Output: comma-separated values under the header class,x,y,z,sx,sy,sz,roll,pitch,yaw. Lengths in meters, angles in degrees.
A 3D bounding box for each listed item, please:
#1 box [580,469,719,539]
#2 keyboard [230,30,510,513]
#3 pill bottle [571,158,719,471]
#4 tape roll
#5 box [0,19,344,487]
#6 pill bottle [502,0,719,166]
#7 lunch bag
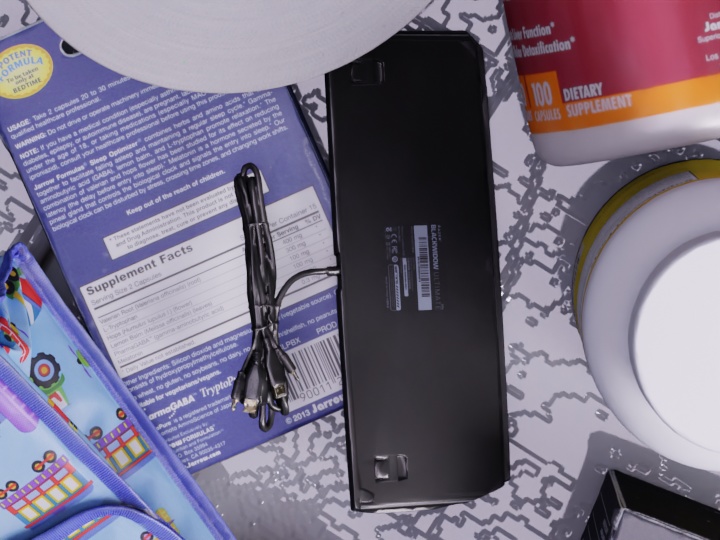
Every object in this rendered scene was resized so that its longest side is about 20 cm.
class,x,y,z,sx,sy,sz,roll,pitch,yaw
box,0.163,0.206,1.183,0.200,0.104,0.182,22,95,0
keyboard,0.000,0.000,1.180,0.127,0.021,0.200,-1,85,-27
pill bottle,0.141,0.017,1.117,0.112,0.200,0.112,0,96,2
tape roll,-0.049,-0.169,1.089,0.200,0.066,0.200,-8,123,-12
box,-0.071,-0.024,1.204,0.121,0.032,0.200,-23,96,3
pill bottle,0.105,-0.149,1.147,0.113,0.113,0.200,-12,94,3
lunch bag,-0.143,0.118,1.193,0.151,0.094,0.200,-35,104,19
